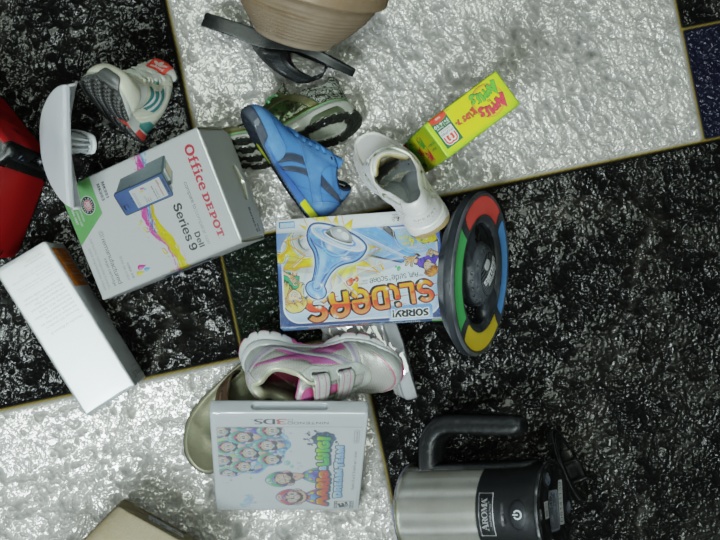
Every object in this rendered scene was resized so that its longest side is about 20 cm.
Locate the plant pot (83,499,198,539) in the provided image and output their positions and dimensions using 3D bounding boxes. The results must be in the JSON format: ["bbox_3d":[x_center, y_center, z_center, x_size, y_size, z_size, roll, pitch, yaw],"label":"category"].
[{"bbox_3d":[-0.269,0.384,1.199,0.200,0.200,0.177,31,77,-4],"label":"plant pot"}]

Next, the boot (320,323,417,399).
[{"bbox_3d":[-0.001,0.078,1.275,0.095,0.074,0.200,-20,83,2],"label":"boot"}]

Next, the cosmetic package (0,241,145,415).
[{"bbox_3d":[-0.347,0.067,1.228,0.071,0.101,0.200,-31,93,-4],"label":"cosmetic package"}]

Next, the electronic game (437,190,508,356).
[{"bbox_3d":[0.141,0.004,1.225,0.042,0.200,0.200,4,90,27],"label":"electronic game"}]

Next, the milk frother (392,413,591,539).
[{"bbox_3d":[0.171,0.276,1.260,0.188,0.200,0.181,-7,63,30],"label":"milk frother"}]

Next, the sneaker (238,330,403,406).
[{"bbox_3d":[-0.048,0.129,1.206,0.200,0.088,0.081,1,126,0],"label":"sneaker"}]

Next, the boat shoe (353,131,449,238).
[{"bbox_3d":[0.040,-0.121,1.215,0.071,0.200,0.069,-37,134,-1],"label":"boat shoe"}]

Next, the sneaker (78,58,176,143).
[{"bbox_3d":[-0.264,-0.219,1.187,0.070,0.200,0.093,35,82,2],"label":"sneaker"}]

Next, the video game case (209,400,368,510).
[{"bbox_3d":[-0.087,0.226,1.224,0.182,0.024,0.200,1,134,-4],"label":"video game case"}]

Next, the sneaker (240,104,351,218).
[{"bbox_3d":[-0.074,-0.141,1.221,0.078,0.066,0.200,-36,137,-1],"label":"sneaker"}]

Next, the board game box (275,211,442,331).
[{"bbox_3d":[0.000,0.000,1.231,0.200,0.034,0.136,-5,80,3],"label":"board game box"}]

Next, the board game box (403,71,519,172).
[{"bbox_3d":[0.115,-0.172,1.209,0.102,0.200,0.048,-37,93,-3],"label":"board game box"}]

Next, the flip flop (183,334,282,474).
[{"bbox_3d":[-0.148,0.165,1.264,0.081,0.058,0.200,42,87,-3],"label":"flip flop"}]

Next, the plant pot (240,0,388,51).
[{"bbox_3d":[-0.069,-0.324,1.216,0.201,0.201,0.093,15,117,-4],"label":"plant pot"}]

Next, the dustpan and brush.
[{"bbox_3d":[-0.342,-0.153,1.180,0.057,0.200,0.140,-7,106,-33],"label":"dustpan and brush"}]

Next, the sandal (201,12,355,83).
[{"bbox_3d":[-0.104,-0.267,1.262,0.200,0.075,0.048,19,100,5],"label":"sandal"}]

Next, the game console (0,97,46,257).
[{"bbox_3d":[-0.435,-0.117,1.170,0.119,0.200,0.172,-39,93,-3],"label":"game console"}]

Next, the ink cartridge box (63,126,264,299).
[{"bbox_3d":[-0.234,-0.069,1.213,0.200,0.088,0.146,-20,92,15],"label":"ink cartridge box"}]

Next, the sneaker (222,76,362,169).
[{"bbox_3d":[-0.102,-0.190,1.273,0.200,0.077,0.089,-14,60,-2],"label":"sneaker"}]
